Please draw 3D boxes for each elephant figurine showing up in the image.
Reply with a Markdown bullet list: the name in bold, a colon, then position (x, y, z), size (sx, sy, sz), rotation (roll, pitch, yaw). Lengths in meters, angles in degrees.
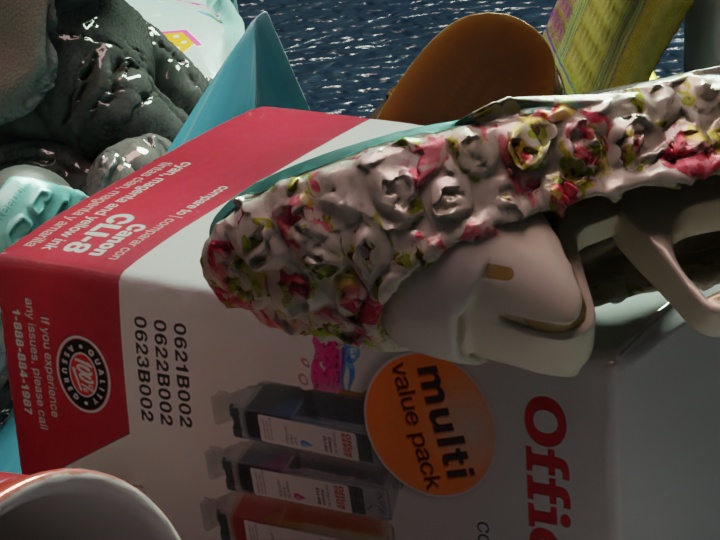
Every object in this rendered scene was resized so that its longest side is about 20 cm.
- **elephant figurine**: position (-0.114, -0.098, 1.006), size (0.155, 0.200, 0.141), rotation (-31, 14, -23)

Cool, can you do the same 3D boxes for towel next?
- **towel**: position (0.074, -0.045, 1.039), size (0.023, 0.200, 0.144), rotation (18, 16, -10)

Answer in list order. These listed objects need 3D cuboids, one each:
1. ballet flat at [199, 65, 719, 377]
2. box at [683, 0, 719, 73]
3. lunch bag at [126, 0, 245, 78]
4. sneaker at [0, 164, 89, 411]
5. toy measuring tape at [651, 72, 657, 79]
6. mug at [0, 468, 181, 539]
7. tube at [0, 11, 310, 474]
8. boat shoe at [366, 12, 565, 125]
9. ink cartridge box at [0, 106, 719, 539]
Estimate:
- **ballet flat**: position (0.063, -0.010, 0.709), size (0.200, 0.076, 0.064), rotation (-15, 59, -8)
- **box**: position (0.217, -0.028, 0.977), size (0.200, 0.171, 0.199), rotation (-3, 20, -1)
- **lunch bag**: position (-0.122, -0.047, 1.171), size (0.170, 0.122, 0.200), rotation (-4, 14, -4)
- **sneaker**: position (-0.146, 0.007, 0.946), size (0.078, 0.091, 0.200), rotation (-54, 3, -28)
- **toy measuring tape**: position (0.095, -0.069, 1.266), size (0.074, 0.074, 0.200), rotation (-8, 21, -11)
- **mug**: position (-0.169, 0.109, 0.736), size (0.200, 0.133, 0.178), rotation (8, 22, 33)
- **tube**: position (-0.067, 0.018, 0.921), size (0.050, 0.077, 0.200), rotation (21, 68, 18)
- **boat shoe**: position (0.000, 0.000, 1.008), size (0.200, 0.070, 0.070), rotation (-47, -7, -7)
- **ink cartridge box**: position (0.022, 0.050, 0.840), size (0.200, 0.145, 0.145), rotation (8, 24, 30)
